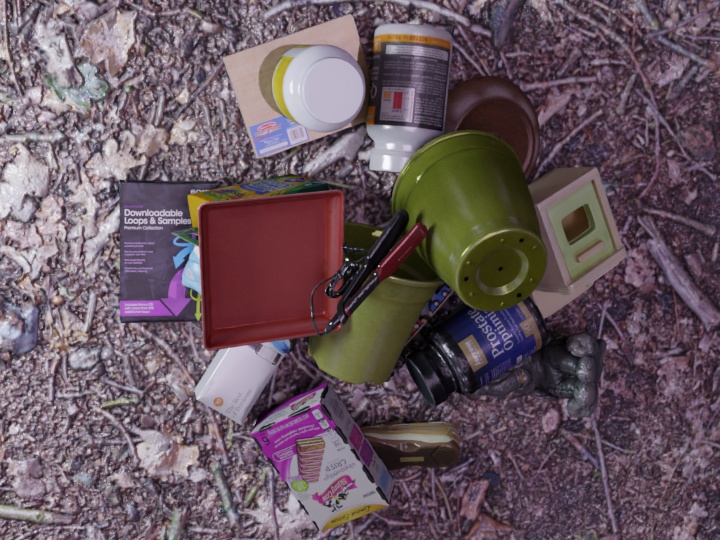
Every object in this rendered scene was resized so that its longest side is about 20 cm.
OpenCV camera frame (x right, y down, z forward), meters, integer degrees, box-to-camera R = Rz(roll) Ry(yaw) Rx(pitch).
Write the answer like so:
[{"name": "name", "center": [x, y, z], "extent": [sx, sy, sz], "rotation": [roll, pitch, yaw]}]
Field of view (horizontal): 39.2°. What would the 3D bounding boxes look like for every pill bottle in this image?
[{"name": "pill bottle", "center": [0.168, 0.112, 1.488], "extent": [0.198, 0.112, 0.113], "rotation": [-32, 107, -11]}, {"name": "pill bottle", "center": [-0.055, -0.245, 1.354], "extent": [0.110, 0.200, 0.114], "rotation": [-3, 103, -12]}, {"name": "pill bottle", "center": [0.067, -0.240, 1.436], "extent": [0.114, 0.116, 0.204], "rotation": [5, 94, -14]}]

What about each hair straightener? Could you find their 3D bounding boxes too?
[{"name": "hair straightener", "center": [0.000, 0.000, 1.332], "extent": [0.201, 0.077, 0.041], "rotation": [-52, 148, 3]}]

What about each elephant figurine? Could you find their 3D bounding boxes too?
[{"name": "elephant figurine", "center": [0.271, 0.149, 1.573], "extent": [0.196, 0.155, 0.144], "rotation": [1, 68, 23]}]

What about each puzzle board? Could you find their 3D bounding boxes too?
[{"name": "puzzle board", "center": [-0.082, -0.265, 1.457], "extent": [0.197, 0.017, 0.153], "rotation": [-20, 106, -8]}]

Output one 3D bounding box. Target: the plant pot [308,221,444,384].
[{"name": "plant pot", "center": [0.009, 0.055, 1.465], "extent": [0.197, 0.201, 0.187], "rotation": [12, 110, -15]}]

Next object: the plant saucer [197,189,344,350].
[{"name": "plant saucer", "center": [-0.119, -0.006, 1.334], "extent": [0.196, 0.037, 0.204], "rotation": [-7, 112, -20]}]

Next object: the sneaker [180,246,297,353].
[{"name": "sneaker", "center": [-0.172, 0.048, 1.436], "extent": [0.200, 0.078, 0.090], "rotation": [43, 110, -2]}]

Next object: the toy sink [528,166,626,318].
[{"name": "toy sink", "center": [0.314, -0.037, 1.527], "extent": [0.129, 0.111, 0.203], "rotation": [-29, 107, -25]}]

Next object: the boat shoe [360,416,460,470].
[{"name": "boat shoe", "center": [0.057, 0.263, 1.571], "extent": [0.196, 0.077, 0.073], "rotation": [2, 129, 6]}]

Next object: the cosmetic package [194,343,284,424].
[{"name": "cosmetic package", "center": [-0.160, 0.119, 1.497], "extent": [0.082, 0.051, 0.202], "rotation": [31, 92, -16]}]

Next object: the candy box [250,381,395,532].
[{"name": "candy box", "center": [-0.055, 0.284, 1.522], "extent": [0.135, 0.061, 0.202], "rotation": [-26, 108, 24]}]

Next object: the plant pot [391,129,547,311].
[{"name": "plant pot", "center": [0.159, -0.053, 1.360], "extent": [0.196, 0.194, 0.203], "rotation": [-7, 126, -10]}]

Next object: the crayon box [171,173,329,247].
[{"name": "crayon box", "center": [-0.154, -0.086, 1.393], "extent": [0.197, 0.125, 0.053], "rotation": [-15, 107, -25]}]

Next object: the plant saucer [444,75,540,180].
[{"name": "plant saucer", "center": [0.192, -0.186, 1.511], "extent": [0.197, 0.037, 0.205], "rotation": [-6, 106, -20]}]

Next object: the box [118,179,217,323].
[{"name": "box", "center": [-0.275, -0.027, 1.448], "extent": [0.140, 0.036, 0.204], "rotation": [-1, 99, -14]}]

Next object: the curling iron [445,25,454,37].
[{"name": "curling iron", "center": [0.119, -0.259, 1.500], "extent": [0.049, 0.026, 0.204], "rotation": [2, 101, -20]}]

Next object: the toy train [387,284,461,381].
[{"name": "toy train", "center": [0.085, 0.089, 1.533], "extent": [0.046, 0.034, 0.200], "rotation": [42, 108, 4]}]

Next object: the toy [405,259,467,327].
[{"name": "toy", "center": [0.146, 0.003, 1.541], "extent": [0.115, 0.047, 0.201], "rotation": [39, 108, -5]}]
